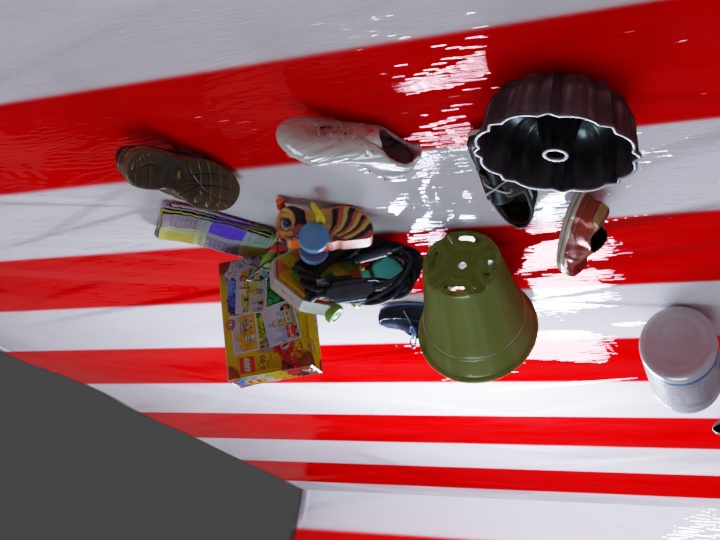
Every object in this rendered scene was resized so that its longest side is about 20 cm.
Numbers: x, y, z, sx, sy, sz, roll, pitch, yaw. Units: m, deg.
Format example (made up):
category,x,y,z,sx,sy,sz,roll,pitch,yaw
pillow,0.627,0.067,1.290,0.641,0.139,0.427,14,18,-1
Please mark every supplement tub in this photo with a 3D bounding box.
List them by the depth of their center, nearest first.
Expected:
category,x,y,z,sx,sy,sz,roll,pitch,yaw
supplement tub,0.546,0.154,2.092,0.130,0.134,0.200,1,159,20

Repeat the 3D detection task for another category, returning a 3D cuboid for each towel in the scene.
category,x,y,z,sx,sy,sz,roll,pitch,yaw
towel,-0.240,-0.059,2.027,0.197,0.023,0.144,15,158,-13

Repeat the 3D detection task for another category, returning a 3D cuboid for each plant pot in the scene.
category,x,y,z,sx,sy,sz,roll,pitch,yaw
plant pot,0.170,0.040,1.921,0.197,0.202,0.191,2,145,17

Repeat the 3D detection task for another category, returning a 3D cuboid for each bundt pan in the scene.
category,x,y,z,sx,sy,sz,roll,pitch,yaw
bundt pan,0.234,-0.169,1.463,0.198,0.077,0.202,8,159,3

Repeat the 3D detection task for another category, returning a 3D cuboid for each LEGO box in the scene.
category,x,y,z,sx,sy,sz,roll,pitch,yaw
LEGO box,-0.151,0.080,2.052,0.146,0.203,0.077,-11,163,10

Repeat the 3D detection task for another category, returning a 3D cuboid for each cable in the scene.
category,x,y,z,sx,sy,sz,roll,pitch,yaw
cable,0.000,0.000,1.907,0.197,0.164,0.052,-11,117,-8

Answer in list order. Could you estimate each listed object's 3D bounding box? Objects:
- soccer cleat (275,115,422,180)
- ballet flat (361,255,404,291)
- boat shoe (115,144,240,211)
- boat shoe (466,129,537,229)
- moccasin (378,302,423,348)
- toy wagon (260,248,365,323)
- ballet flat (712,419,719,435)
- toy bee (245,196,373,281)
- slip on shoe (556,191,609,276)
category,x,y,z,sx,sy,sz,roll,pitch,yaw
soccer cleat,-0.013,-0.167,1.599,0.197,0.070,0.077,12,155,-27
ballet flat,0.045,0.008,2.041,0.063,0.077,0.199,-15,177,-30
boat shoe,-0.263,-0.141,1.778,0.198,0.073,0.067,16,-167,-39
boat shoe,0.189,-0.122,1.622,0.071,0.069,0.200,1,156,25
moccasin,0.123,0.101,2.220,0.197,0.069,0.081,2,158,20
toy wagon,-0.059,0.005,1.971,0.155,0.199,0.040,38,127,20
ballet flat,0.799,0.320,2.496,0.056,0.068,0.199,-4,169,-29
toy bee,-0.084,-0.068,1.859,0.197,0.110,0.131,-9,160,-28
slip on shoe,0.319,-0.043,1.754,0.060,0.075,0.201,23,157,15
